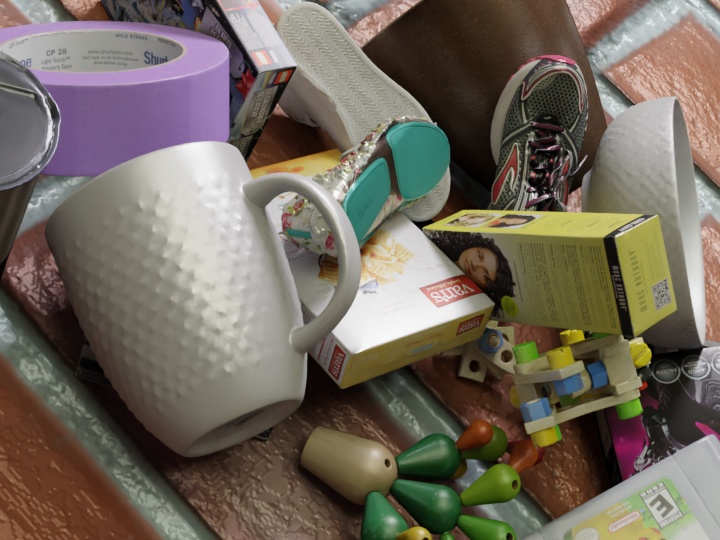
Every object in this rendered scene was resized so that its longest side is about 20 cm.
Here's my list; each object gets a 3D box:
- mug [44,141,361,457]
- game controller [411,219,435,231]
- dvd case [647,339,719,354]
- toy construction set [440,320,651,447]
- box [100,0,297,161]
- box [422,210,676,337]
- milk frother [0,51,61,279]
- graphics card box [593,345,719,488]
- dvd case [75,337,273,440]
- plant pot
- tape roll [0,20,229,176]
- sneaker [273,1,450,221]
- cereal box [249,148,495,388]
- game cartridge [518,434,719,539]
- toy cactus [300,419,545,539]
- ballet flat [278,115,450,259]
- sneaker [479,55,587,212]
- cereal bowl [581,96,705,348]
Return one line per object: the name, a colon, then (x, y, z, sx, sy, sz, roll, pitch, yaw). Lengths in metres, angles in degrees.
mug: (-0.092, 0.015, 1.008, 0.177, 0.199, 0.147, 65, 16, 14)
game controller: (0.000, 0.000, 1.175, 0.104, 0.042, 0.200, 43, 40, 4)
dvd case: (0.335, 0.134, 1.279, 0.198, 0.025, 0.152, 11, 53, -20)
toy construction set: (0.142, 0.075, 1.133, 0.130, 0.200, 0.093, -20, 106, -16)
box: (-0.132, -0.190, 1.192, 0.040, 0.137, 0.201, -16, 65, -34)
box: (0.132, -0.001, 1.095, 0.050, 0.199, 0.076, -25, 107, -35)
milk frother: (-0.271, -0.001, 0.946, 0.180, 0.188, 0.201, -23, 69, -37)
graphics card box: (0.258, 0.159, 1.174, 0.124, 0.051, 0.202, -7, 56, -2)
dvd case: (-0.121, 0.018, 1.128, 0.147, 0.016, 0.201, 20, 49, -15)
plant pot: (0.125, -0.153, 1.295, 0.187, 0.186, 0.201, -37, 95, -41)
tape roll: (-0.194, -0.128, 1.092, 0.198, 0.066, 0.200, 1, 21, 0)
sneaker: (-0.006, -0.127, 1.241, 0.073, 0.115, 0.201, -38, 98, -11)
cereal box: (-0.015, -0.007, 1.120, 0.143, 0.040, 0.200, -18, 50, -39)
game cartridge: (0.209, 0.219, 1.088, 0.199, 0.041, 0.134, -27, 70, -11)
toy cactus: (0.036, 0.162, 1.072, 0.164, 0.103, 0.200, 24, 49, 15)
ballet flat: (0.001, -0.068, 1.119, 0.200, 0.063, 0.076, -37, 121, -56)
sneaker: (0.142, -0.070, 1.202, 0.080, 0.202, 0.075, 8, 13, -13)
cereal bowl: (0.226, -0.034, 1.216, 0.082, 0.201, 0.202, -7, 49, 17)
